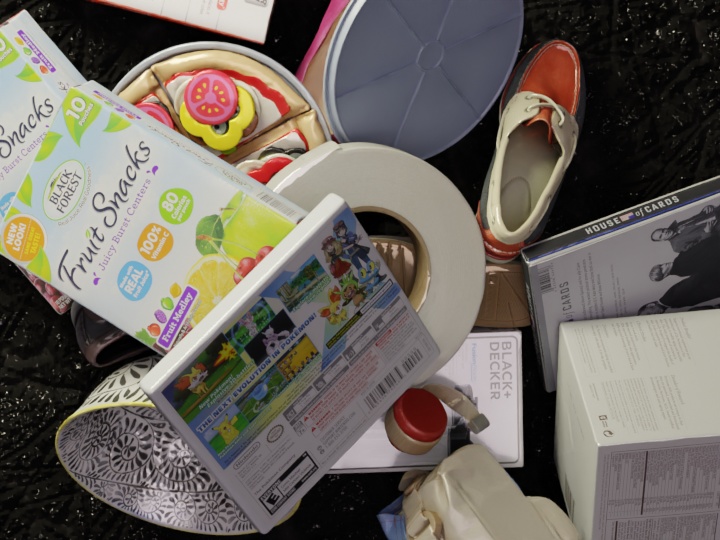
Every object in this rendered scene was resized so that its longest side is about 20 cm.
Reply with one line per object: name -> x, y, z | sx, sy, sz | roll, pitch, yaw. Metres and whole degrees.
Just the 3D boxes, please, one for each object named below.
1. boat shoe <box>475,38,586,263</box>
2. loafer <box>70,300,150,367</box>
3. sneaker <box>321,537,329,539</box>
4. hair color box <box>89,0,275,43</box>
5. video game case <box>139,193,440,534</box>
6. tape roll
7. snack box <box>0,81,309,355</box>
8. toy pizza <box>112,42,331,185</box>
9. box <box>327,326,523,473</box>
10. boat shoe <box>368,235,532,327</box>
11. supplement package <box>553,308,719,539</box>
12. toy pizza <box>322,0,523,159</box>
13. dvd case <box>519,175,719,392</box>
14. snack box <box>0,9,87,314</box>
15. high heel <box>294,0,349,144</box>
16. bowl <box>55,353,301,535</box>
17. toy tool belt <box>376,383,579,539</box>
boat shoe -> 0.140, -0.103, 1.541 | 0.071, 0.063, 0.202 | 20, 71, 0
loafer -> -0.130, 0.031, 1.518 | 0.198, 0.063, 0.072 | -16, 134, -3
sneaker -> -0.022, 0.329, 1.582 | 0.106, 0.075, 0.201 | -29, 95, 1
hair color box -> -0.161, -0.254, 1.532 | 0.198, 0.061, 0.102 | 15, 93, -4
video game case -> -0.047, 0.072, 1.414 | 0.200, 0.022, 0.183 | -45, 132, -13
tape roll -> 0.000, 0.000, 1.495 | 0.201, 0.037, 0.205 | -3, 101, -13
snack box -> -0.156, -0.028, 1.430 | 0.199, 0.053, 0.143 | 32, 104, 4
toy pizza -> -0.120, -0.082, 1.534 | 0.198, 0.032, 0.202 | 2, 108, 5
box -> 0.034, 0.104, 1.576 | 0.198, 0.060, 0.118 | -1, 95, -4
boat shoe -> 0.057, 0.006, 1.568 | 0.198, 0.065, 0.073 | 4, 104, -7
supplement package -> 0.266, 0.136, 1.525 | 0.198, 0.152, 0.152 | -5, 127, -4
toy pizza -> 0.048, -0.177, 1.522 | 0.199, 0.032, 0.202 | -23, 132, -28
dvd case -> 0.232, 0.010, 1.555 | 0.198, 0.025, 0.151 | -19, 132, -6
snack box -> -0.252, -0.083, 1.514 | 0.142, 0.053, 0.200 | -37, 97, 30
high heel -> -0.015, -0.159, 1.533 | 0.067, 0.096, 0.201 | 25, 92, -6
bowl -> -0.136, 0.122, 1.528 | 0.199, 0.201, 0.095 | 16, 55, -5
toy tool belt -> 0.070, 0.202, 1.505 | 0.124, 0.123, 0.200 | -29, 74, -43
